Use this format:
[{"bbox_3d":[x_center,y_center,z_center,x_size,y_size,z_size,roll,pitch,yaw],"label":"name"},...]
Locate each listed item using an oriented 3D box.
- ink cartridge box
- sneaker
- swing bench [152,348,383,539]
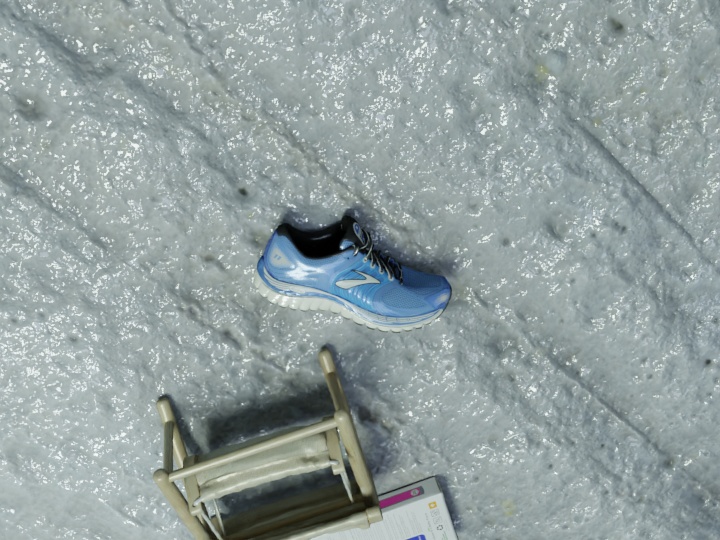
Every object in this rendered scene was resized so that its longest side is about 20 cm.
[{"bbox_3d":[0.014,0.323,1.070,0.199,0.037,0.095,-20,120,-3],"label":"ink cartridge box"},{"bbox_3d":[0.000,0.000,0.877,0.198,0.079,0.090,11,117,-15],"label":"sneaker"},{"bbox_3d":[-0.091,0.220,0.944,0.197,0.130,0.201,-18,119,-2],"label":"swing bench"}]
